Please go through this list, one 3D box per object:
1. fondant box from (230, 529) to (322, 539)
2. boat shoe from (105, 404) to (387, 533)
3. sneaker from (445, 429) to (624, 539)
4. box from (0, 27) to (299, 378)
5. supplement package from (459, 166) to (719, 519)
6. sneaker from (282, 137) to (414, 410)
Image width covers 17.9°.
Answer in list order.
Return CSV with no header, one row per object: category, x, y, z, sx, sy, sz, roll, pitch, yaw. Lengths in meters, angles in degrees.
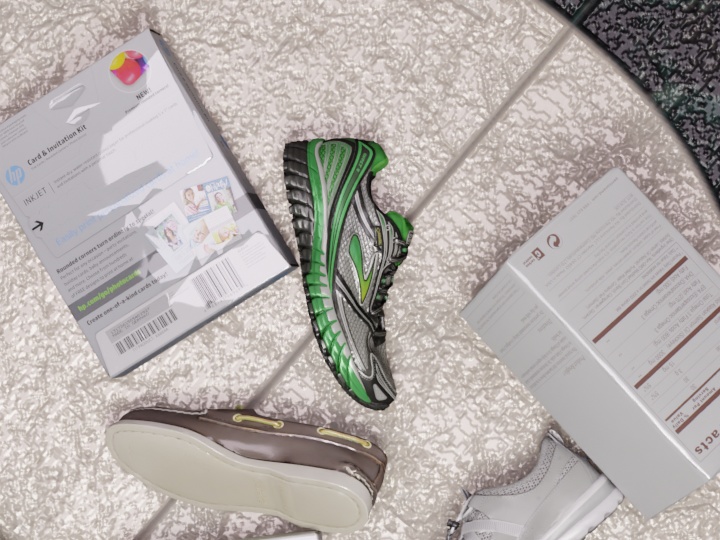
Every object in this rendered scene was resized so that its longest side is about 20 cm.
fondant box,-0.088,0.290,1.610,0.144,0.058,0.200,-7,84,2
boat shoe,-0.080,0.130,1.621,0.200,0.072,0.060,12,45,16
sneaker,0.087,0.194,1.610,0.200,0.075,0.082,-37,79,-12
box,-0.161,-0.047,1.641,0.156,0.041,0.200,-32,86,7
supplement package,0.187,0.052,1.573,0.117,0.117,0.200,-40,85,-24
sneaker,0.000,0.000,1.619,0.085,0.078,0.200,-10,84,1
